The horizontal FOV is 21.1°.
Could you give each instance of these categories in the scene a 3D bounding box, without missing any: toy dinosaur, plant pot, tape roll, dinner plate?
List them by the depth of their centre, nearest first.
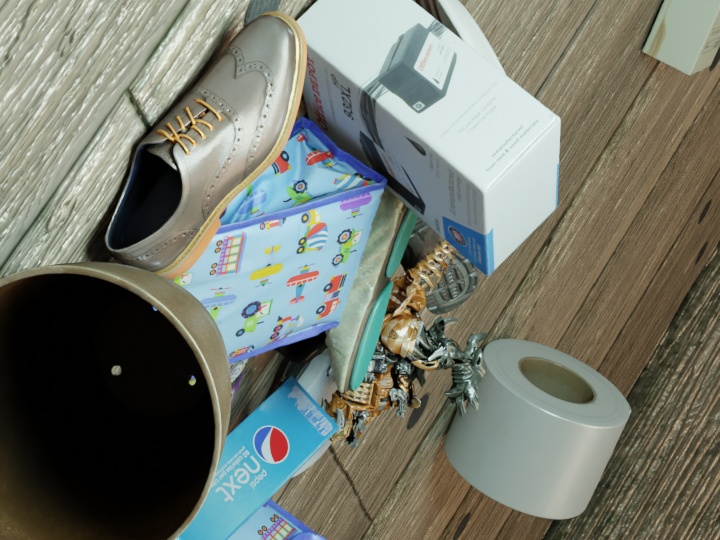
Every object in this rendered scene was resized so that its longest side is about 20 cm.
[{"bbox_3d":[-0.155,0.072,1.231,0.188,0.186,0.200,-65,176,14],"label":"plant pot"},{"bbox_3d":[0.092,-0.153,1.528,0.024,0.201,0.200,-28,158,-3],"label":"dinner plate"},{"bbox_3d":[0.041,0.068,1.699,0.135,0.103,0.200,25,115,-40],"label":"toy dinosaur"},{"bbox_3d":[0.219,0.195,2.405,0.202,0.201,0.140,-25,140,-62],"label":"tape roll"}]

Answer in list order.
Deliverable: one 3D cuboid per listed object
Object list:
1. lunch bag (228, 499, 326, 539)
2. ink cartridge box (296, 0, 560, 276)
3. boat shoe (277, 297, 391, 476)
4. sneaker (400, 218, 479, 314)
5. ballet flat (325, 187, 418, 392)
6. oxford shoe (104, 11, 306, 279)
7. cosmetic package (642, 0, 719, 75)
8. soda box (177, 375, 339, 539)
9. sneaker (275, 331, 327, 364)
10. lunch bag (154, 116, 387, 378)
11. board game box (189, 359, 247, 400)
[{"bbox_3d":[-0.084,0.291,1.666,0.150,0.199,0.095,-41,155,-47],"label":"lunch bag"},{"bbox_3d":[0.048,-0.112,1.428,0.084,0.200,0.145,-44,159,-13],"label":"ink cartridge box"},{"bbox_3d":[-0.038,0.093,1.748,0.068,0.056,0.201,27,93,-41],"label":"boat shoe"},{"bbox_3d":[0.044,-0.054,1.743,0.075,0.091,0.201,-26,129,-15],"label":"sneaker"},{"bbox_3d":[0.000,0.000,1.549,0.067,0.062,0.202,-41,152,-67],"label":"ballet flat"},{"bbox_3d":[-0.102,-0.085,1.279,0.201,0.071,0.073,-61,159,2],"label":"oxford shoe"},{"bbox_3d":[0.425,-0.348,2.357,0.105,0.071,0.202,-26,141,-63],"label":"cosmetic package"},{"bbox_3d":[-0.109,0.179,1.623,0.200,0.064,0.068,-41,178,-37],"label":"soda box"},{"bbox_3d":[-0.031,0.006,1.608,0.088,0.073,0.201,-53,167,-42],"label":"sneaker"},{"bbox_3d":[-0.091,-0.002,1.433,0.199,0.094,0.151,-29,148,-44],"label":"lunch bag"},{"bbox_3d":[-0.153,0.113,1.513,0.200,0.032,0.121,-30,149,-59],"label":"board game box"}]
